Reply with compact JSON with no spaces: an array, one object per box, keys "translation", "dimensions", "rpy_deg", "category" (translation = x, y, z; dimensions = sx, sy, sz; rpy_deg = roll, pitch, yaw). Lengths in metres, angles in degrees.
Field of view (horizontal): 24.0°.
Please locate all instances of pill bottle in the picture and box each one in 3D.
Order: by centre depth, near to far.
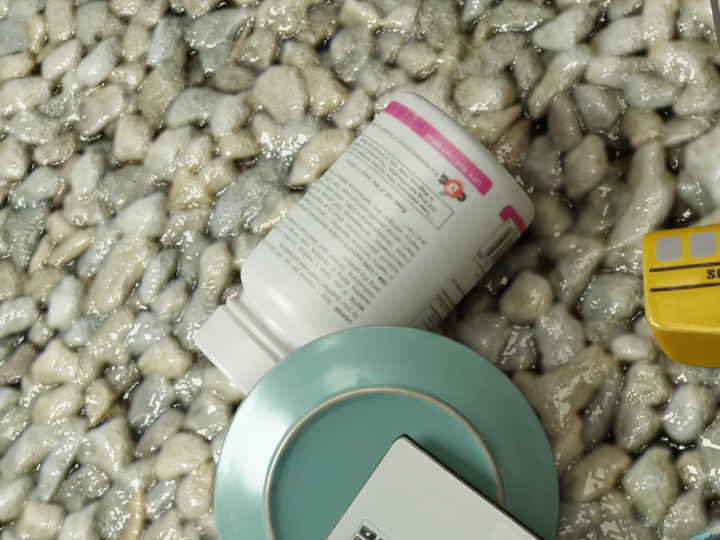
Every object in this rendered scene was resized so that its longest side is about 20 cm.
[{"translation":[0.000,0.000,1.025],"dimensions":[0.200,0.113,0.113],"rpy_deg":[-47,61,-3],"category":"pill bottle"}]

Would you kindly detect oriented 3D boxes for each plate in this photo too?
[{"translation":[0.014,0.132,0.961],"dimensions":[0.199,0.026,0.202],"rpy_deg":[0,93,4],"category":"plate"}]

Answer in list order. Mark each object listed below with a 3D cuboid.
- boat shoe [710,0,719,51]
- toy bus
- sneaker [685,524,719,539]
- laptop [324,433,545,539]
[{"translation":[0.248,-0.118,1.010],"dimensions":[0.066,0.057,0.201],"rpy_deg":[-18,63,13],"category":"boat shoe"},{"translation":[0.262,0.011,0.948],"dimensions":[0.199,0.065,0.079],"rpy_deg":[-7,65,19],"category":"toy bus"},{"translation":[0.252,0.154,0.880],"dimensions":[0.199,0.086,0.078],"rpy_deg":[-17,64,14],"category":"sneaker"},{"translation":[0.030,0.225,0.885],"dimensions":[0.187,0.116,0.201],"rpy_deg":[36,96,9],"category":"laptop"}]
